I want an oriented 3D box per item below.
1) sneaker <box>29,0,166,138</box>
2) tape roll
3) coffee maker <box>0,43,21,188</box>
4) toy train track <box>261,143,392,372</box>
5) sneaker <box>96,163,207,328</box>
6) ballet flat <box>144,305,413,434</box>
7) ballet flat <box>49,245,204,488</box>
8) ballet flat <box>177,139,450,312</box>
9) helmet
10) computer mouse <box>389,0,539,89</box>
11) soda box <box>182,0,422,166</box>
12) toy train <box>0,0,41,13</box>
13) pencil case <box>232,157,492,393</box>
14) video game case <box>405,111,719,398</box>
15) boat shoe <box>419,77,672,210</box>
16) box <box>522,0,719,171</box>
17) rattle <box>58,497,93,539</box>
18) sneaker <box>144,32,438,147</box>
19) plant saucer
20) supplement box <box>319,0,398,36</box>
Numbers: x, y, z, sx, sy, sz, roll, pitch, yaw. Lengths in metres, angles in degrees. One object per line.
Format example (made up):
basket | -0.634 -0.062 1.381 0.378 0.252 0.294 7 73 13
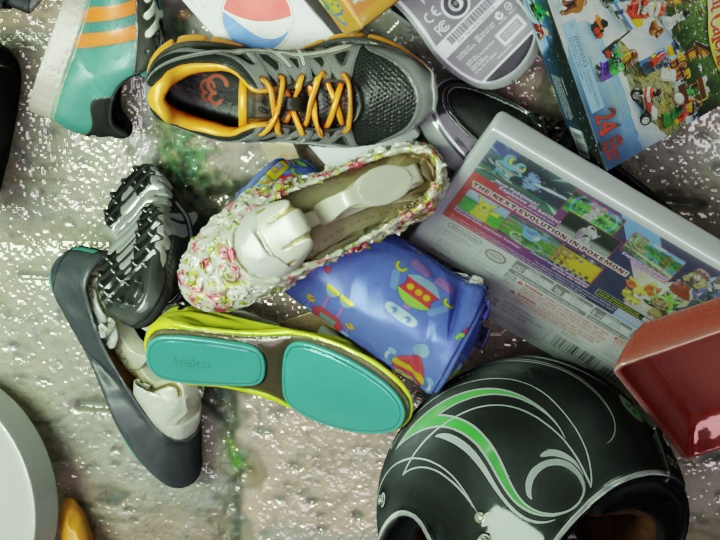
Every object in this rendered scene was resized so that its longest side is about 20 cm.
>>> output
sneaker | -0.162 -0.183 1.389 0.080 0.071 0.200 23 117 -2
tape roll | -0.324 0.170 1.520 0.202 0.037 0.203 4 100 23
coffee maker | -0.347 -0.131 1.398 0.200 0.135 0.192 8 109 6
toy train track | -0.022 -0.011 1.444 0.115 0.033 0.200 -20 98 18
sneaker | -0.130 -0.005 1.381 0.090 0.200 0.066 39 104 -20
ballet flat | -0.053 0.061 1.412 0.200 0.067 0.067 12 119 11
ballet flat | -0.159 0.070 1.466 0.073 0.073 0.200 -24 101 16
ballet flat | -0.029 -0.037 1.312 0.200 0.064 0.076 -29 88 -16
helmet | 0.111 0.156 1.394 0.200 0.191 0.200 -21 129 -28
computer mouse | 0.039 -0.203 1.360 0.110 0.044 0.200 -43 95 6
soda box | -0.043 -0.155 1.379 0.068 0.064 0.200 -38 98 18
toy train | -0.301 -0.252 1.382 0.200 0.085 0.114 23 98 3
pencil case | 0.000 0.000 1.381 0.200 0.078 0.087 35 82 5
video game case | 0.142 -0.006 1.370 0.200 0.023 0.182 31 144 -3
boat shoe | 0.132 -0.071 1.364 0.200 0.070 0.066 39 146 -8
box | 0.175 -0.184 1.297 0.136 0.038 0.200 -30 115 -15
rattle | -0.268 0.293 1.538 0.200 0.130 0.143 -29 105 21
sneaker | -0.049 -0.113 1.321 0.200 0.077 0.078 1 108 8
plant saucer | 0.286 0.054 1.358 0.199 0.200 0.037 -20 60 15
supplement box | 0.053 -0.238 1.298 0.200 0.069 0.067 -40 100 -4
